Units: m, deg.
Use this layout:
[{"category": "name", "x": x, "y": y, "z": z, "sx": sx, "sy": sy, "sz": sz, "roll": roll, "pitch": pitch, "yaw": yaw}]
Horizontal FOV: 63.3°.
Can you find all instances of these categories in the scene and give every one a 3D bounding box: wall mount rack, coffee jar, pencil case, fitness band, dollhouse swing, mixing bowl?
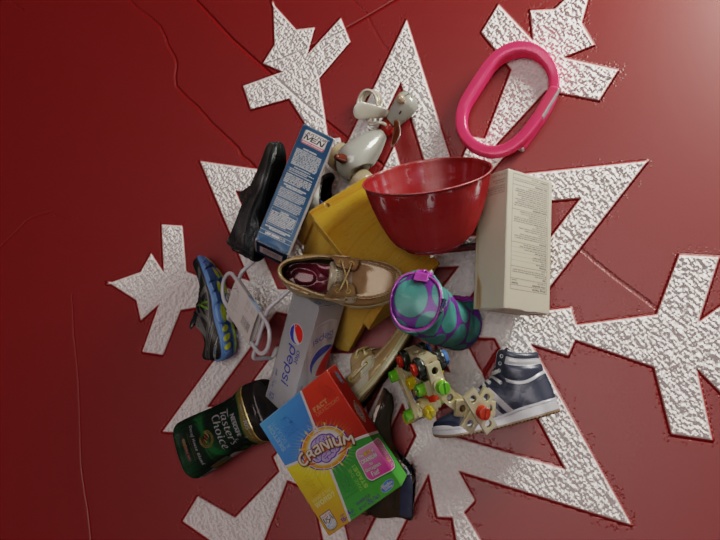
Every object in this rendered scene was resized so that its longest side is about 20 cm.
[{"category": "wall mount rack", "x": -0.168, "y": 0.047, "z": 1.012, "sx": 0.200, "sy": 0.073, "sz": 0.178, "roll": 44, "pitch": 120, "yaw": 41}, {"category": "coffee jar", "x": -0.227, "y": 0.275, "z": 1.027, "sx": 0.196, "sy": 0.085, "sz": 0.107, "roll": -30, "pitch": 73, "yaw": 12}, {"category": "pencil case", "x": 0.119, "y": 0.063, "z": 0.873, "sx": 0.083, "sy": 0.199, "sz": 0.095, "roll": 24, "pitch": 88, "yaw": 31}, {"category": "fitness band", "x": 0.244, "y": -0.282, "z": 0.972, "sx": 0.142, "sy": 0.037, "sz": 0.203, "roll": 37, "pitch": 94, "yaw": 24}, {"category": "dollhouse swing", "x": 0.000, "y": 0.000, "z": 1.000, "sx": 0.179, "sy": 0.178, "sz": 0.201, "roll": -32, "pitch": 69, "yaw": -24}, {"category": "mixing bowl", "x": 0.104, "y": -0.092, "z": 0.880, "sx": 0.193, "sy": 0.201, "sz": 0.112, "roll": -2, "pitch": 112, "yaw": 19}]

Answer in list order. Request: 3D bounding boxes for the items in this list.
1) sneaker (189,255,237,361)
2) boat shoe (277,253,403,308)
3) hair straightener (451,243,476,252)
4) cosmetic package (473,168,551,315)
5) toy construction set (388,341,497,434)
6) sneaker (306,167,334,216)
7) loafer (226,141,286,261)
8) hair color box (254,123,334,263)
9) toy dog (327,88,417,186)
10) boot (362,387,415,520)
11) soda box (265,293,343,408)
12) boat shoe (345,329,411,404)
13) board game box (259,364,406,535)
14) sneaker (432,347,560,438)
[{"category": "sneaker", "x": -0.287, "y": 0.069, "z": 1.089, "sx": 0.080, "sy": 0.071, "sz": 0.207, "roll": -17, "pitch": 78, "yaw": 12}, {"category": "boat shoe", "x": -0.034, "y": 0.015, "z": 0.867, "sx": 0.192, "sy": 0.066, "sz": 0.077, "roll": 0, "pitch": 80, "yaw": 17}, {"category": "hair straightener", "x": 0.134, "y": -0.066, "z": 0.976, "sx": 0.193, "sy": 0.041, "sz": 0.080, "roll": -7, "pitch": 88, "yaw": 24}, {"category": "cosmetic package", "x": 0.233, "y": -0.038, "z": 0.892, "sx": 0.070, "sy": 0.102, "sz": 0.208, "roll": -8, "pitch": 74, "yaw": 59}, {"category": "toy construction set", "x": 0.106, "y": 0.175, "z": 0.844, "sx": 0.090, "sy": 0.198, "sz": 0.136, "roll": -20, "pitch": 97, "yaw": -28}, {"category": "sneaker", "x": -0.113, "y": -0.115, "z": 1.050, "sx": 0.115, "sy": 0.080, "sz": 0.201, "roll": 40, "pitch": 94, "yaw": 23}, {"category": "loafer", "x": -0.180, "y": -0.124, "z": 0.999, "sx": 0.070, "sy": 0.073, "sz": 0.207, "roll": 17, "pitch": 91, "yaw": 17}, {"category": "hair color box", "x": -0.109, "y": -0.121, "z": 0.954, "sx": 0.059, "sy": 0.100, "sz": 0.206, "roll": 23, "pitch": 78, "yaw": -6}, {"category": "toy dog", "x": 0.012, "y": -0.233, "z": 1.014, "sx": 0.129, "sy": 0.096, "sz": 0.206, "roll": 22, "pitch": 89, "yaw": 21}, {"category": "boot", "x": 0.054, "y": 0.297, "z": 0.936, "sx": 0.093, "sy": 0.075, "sz": 0.208, "roll": 10, "pitch": 95, "yaw": 11}, {"category": "soda box", "x": -0.093, "y": 0.134, "z": 0.963, "sx": 0.067, "sy": 0.062, "sz": 0.206, "roll": 29, "pitch": 111, "yaw": 37}, {"category": "boat shoe", "x": 0.008, "y": 0.163, "z": 0.958, "sx": 0.066, "sy": 0.074, "sz": 0.202, "roll": 40, "pitch": 96, "yaw": 16}, {"category": "board game box", "x": -0.044, "y": 0.276, "z": 0.903, "sx": 0.152, "sy": 0.040, "sz": 0.203, "roll": -38, "pitch": 82, "yaw": 16}, {"category": "sneaker", "x": 0.194, "y": 0.186, "z": 0.896, "sx": 0.194, "sy": 0.070, "sz": 0.112, "roll": -18, "pitch": 76, "yaw": 15}]
